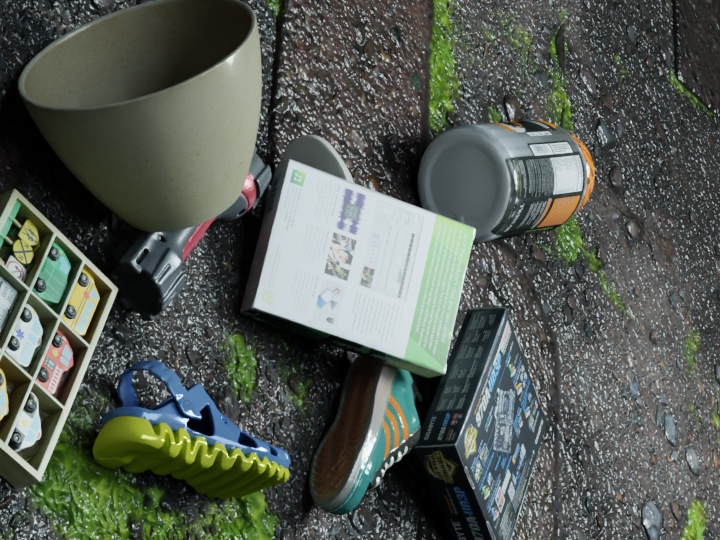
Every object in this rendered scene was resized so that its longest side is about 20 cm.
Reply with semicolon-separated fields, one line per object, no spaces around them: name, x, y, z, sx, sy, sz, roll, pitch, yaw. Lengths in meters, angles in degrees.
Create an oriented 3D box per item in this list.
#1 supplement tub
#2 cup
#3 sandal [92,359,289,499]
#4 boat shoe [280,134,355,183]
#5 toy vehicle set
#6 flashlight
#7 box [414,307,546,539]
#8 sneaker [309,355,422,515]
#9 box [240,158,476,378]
supplement tub;0.159;-0.096;2.049;0.199;0.122;0.123;-9;80;-55
cup;-0.162;-0.118;1.591;0.201;0.199;0.144;-58;139;-49
sandal;-0.132;0.129;1.580;0.200;0.079;0.088;28;48;-45
boat shoe;-0.011;-0.035;1.845;0.201;0.074;0.093;70;20;0
toy vehicle set;-0.263;0.050;1.483;0.124;0.026;0.201;46;41;-29
flashlight;-0.145;-0.035;1.663;0.067;0.068;0.200;34;45;-3
box;0.121;0.160;1.891;0.201;0.046;0.160;-66;143;-45
sneaker;0.015;0.156;1.765;0.080;0.071;0.201;47;39;-22
box;0.000;0.000;1.765;0.199;0.036;0.145;20;73;-19
